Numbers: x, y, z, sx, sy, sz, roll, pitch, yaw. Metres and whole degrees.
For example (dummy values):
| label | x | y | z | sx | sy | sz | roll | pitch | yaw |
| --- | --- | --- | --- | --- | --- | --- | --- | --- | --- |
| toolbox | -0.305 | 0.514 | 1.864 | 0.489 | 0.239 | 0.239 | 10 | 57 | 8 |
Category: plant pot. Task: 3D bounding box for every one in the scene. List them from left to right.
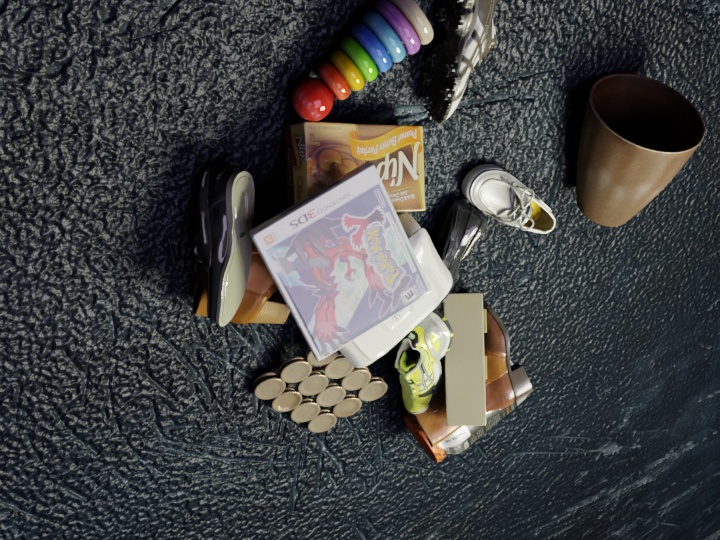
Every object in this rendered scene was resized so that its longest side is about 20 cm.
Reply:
| label | x | y | z | sx | sy | sz | roll | pitch | yaw |
| --- | --- | --- | --- | --- | --- | --- | --- | --- | --- |
| plant pot | 0.420 | -0.175 | 1.665 | 0.184 | 0.188 | 0.202 | -17 | 144 | -27 |

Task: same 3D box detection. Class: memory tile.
| label | x | y | z | sx | sy | sz | roll | pitch | yaw |
| --- | --- | --- | --- | --- | --- | --- | --- | --- | --- |
| memory tile | -0.061 | 0.180 | 1.609 | 0.152 | 0.017 | 0.200 | -34 | 139 | 13 |

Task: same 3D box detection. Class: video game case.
| label | x | y | z | sx | sy | sz | roll | pitch | yaw |
| --- | --- | --- | --- | --- | --- | --- | --- | --- | --- |
| video game case | -0.022 | -0.010 | 1.346 | 0.180 | 0.023 | 0.202 | -30 | 115 | -7 |

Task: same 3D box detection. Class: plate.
| label | x | y | z | sx | sy | sz | roll | pitch | yaw |
| --- | --- | --- | --- | --- | --- | --- | --- | --- | --- |
| plate | 0.045 | 0.051 | 1.466 | 0.200 | 0.032 | 0.200 | -42 | 152 | -2 |

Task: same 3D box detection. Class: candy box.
| label | x | y | z | sx | sy | sz | roll | pitch | yaw |
| --- | --- | --- | --- | --- | --- | --- | --- | --- | --- |
| candy box | -0.004 | -0.135 | 1.397 | 0.197 | 0.055 | 0.118 | -4 | 93 | -37 |

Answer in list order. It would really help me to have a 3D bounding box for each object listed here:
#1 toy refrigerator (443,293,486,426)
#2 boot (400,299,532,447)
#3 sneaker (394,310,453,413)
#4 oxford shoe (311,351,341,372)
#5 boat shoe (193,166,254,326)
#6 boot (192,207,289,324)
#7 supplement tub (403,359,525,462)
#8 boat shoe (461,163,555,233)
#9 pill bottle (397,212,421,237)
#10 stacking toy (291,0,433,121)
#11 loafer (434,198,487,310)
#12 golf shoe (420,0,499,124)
| label | x | y | z | sx | sy | sz | roll | pitch | yaw |
| --- | --- | --- | --- | --- | --- | --- | --- | --- | --- |
| toy refrigerator | 0.166 | 0.139 | 1.640 | 0.069 | 0.076 | 0.204 | -2 | 85 | 5 |
| boot | 0.156 | 0.161 | 1.708 | 0.197 | 0.068 | 0.191 | -25 | 94 | -3 |
| sneaker | 0.082 | 0.146 | 1.603 | 0.076 | 0.075 | 0.202 | -23 | 138 | -30 |
| oxford shoe | -0.005 | 0.095 | 1.598 | 0.199 | 0.058 | 0.075 | -37 | 143 | 10 |
| boat shoe | -0.179 | -0.031 | 1.334 | 0.072 | 0.066 | 0.204 | -28 | 125 | -64 |
| boot | -0.144 | -0.024 | 1.395 | 0.142 | 0.071 | 0.205 | 11 | 102 | -29 |
| supplement tub | 0.177 | 0.227 | 1.782 | 0.199 | 0.122 | 0.123 | -38 | 136 | -10 |
| boat shoe | 0.241 | -0.098 | 1.625 | 0.201 | 0.086 | 0.075 | 25 | 103 | -46 |
| pill bottle | 0.000 | 0.000 | 1.490 | 0.199 | 0.112 | 0.113 | -38 | 136 | -10 |
| stacking toy | -0.005 | -0.264 | 1.324 | 0.199 | 0.085 | 0.086 | -42 | 136 | 0 |
| loafer | 0.120 | -0.015 | 1.604 | 0.070 | 0.068 | 0.203 | 29 | 93 | -15 |
| golf shoe | 0.144 | -0.294 | 1.417 | 0.093 | 0.078 | 0.203 | -8 | 125 | -34 |
